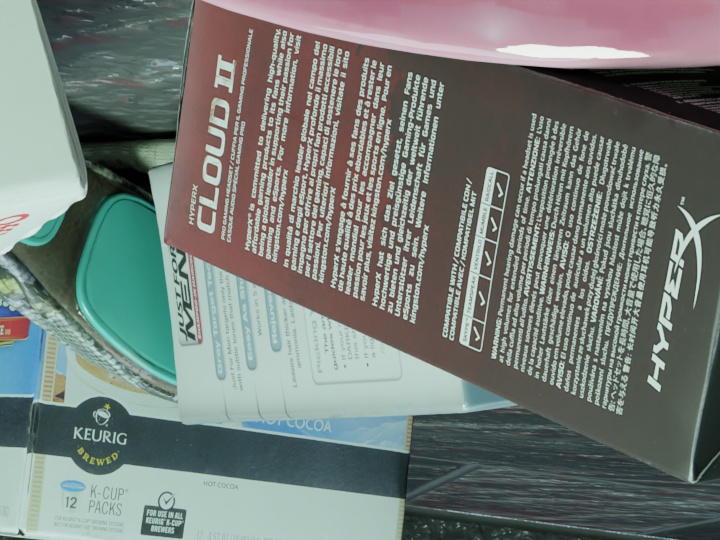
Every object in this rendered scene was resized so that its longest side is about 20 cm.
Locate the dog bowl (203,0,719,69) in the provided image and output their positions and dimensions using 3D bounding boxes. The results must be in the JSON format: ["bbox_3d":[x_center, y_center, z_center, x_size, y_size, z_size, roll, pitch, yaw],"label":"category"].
[{"bbox_3d":[0.026,-0.092,0.430,0.199,0.074,0.200,6,170,1],"label":"dog bowl"}]

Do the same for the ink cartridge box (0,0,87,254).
[{"bbox_3d":[-0.201,-0.030,0.723,0.199,0.085,0.145,-13,176,-24],"label":"ink cartridge box"}]

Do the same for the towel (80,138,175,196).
[{"bbox_3d":[-0.094,-0.020,1.069,0.199,0.035,0.192,-1,168,37],"label":"towel"}]

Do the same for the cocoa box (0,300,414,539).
[{"bbox_3d":[-0.090,0.061,1.095,0.199,0.132,0.133,11,172,-33],"label":"cocoa box"}]

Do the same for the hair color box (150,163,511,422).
[{"bbox_3d":[0.000,0.000,0.848,0.060,0.099,0.200,-7,179,-32],"label":"hair color box"}]

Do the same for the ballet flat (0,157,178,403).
[{"bbox_3d":[-0.123,-0.013,0.931,0.072,0.072,0.200,-3,145,48],"label":"ballet flat"}]

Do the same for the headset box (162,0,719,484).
[{"bbox_3d":[0.060,-0.023,0.585,0.148,0.078,0.200,-4,-162,-43],"label":"headset box"}]
